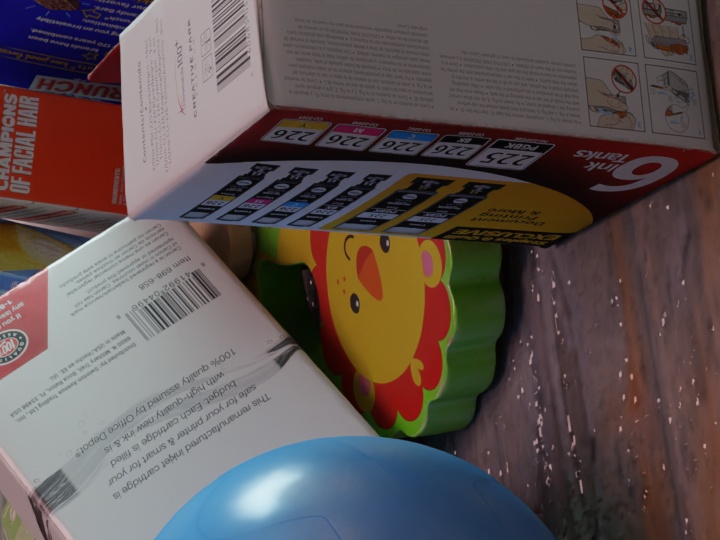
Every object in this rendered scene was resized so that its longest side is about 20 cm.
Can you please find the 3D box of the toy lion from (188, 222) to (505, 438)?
[{"bbox_3d":[0.000,0.000,1.151,0.200,0.068,0.192,-57,48,51],"label":"toy lion"}]

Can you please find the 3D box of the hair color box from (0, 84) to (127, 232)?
[{"bbox_3d":[-0.159,-0.058,1.314,0.111,0.199,0.064,-3,81,63],"label":"hair color box"}]

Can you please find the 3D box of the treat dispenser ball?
[{"bbox_3d":[-0.002,0.167,0.970,0.201,0.200,0.202,-16,72,62],"label":"treat dispenser ball"}]

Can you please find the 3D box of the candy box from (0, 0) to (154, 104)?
[{"bbox_3d":[-0.120,-0.166,1.289,0.200,0.168,0.077,-46,43,52],"label":"candy box"}]

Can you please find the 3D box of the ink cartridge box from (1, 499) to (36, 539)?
[{"bbox_3d":[-0.086,0.180,1.194,0.048,0.145,0.200,-65,33,31],"label":"ink cartridge box"}]

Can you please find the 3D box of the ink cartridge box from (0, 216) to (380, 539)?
[{"bbox_3d":[-0.092,0.083,1.151,0.200,0.144,0.084,46,161,33],"label":"ink cartridge box"}]

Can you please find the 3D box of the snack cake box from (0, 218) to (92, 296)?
[{"bbox_3d":[-0.159,0.044,1.294,0.067,0.199,0.115,-105,30,-62],"label":"snack cake box"}]

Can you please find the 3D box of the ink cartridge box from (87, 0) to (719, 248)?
[{"bbox_3d":[0.011,-0.064,0.978,0.175,0.199,0.084,-32,59,58],"label":"ink cartridge box"}]

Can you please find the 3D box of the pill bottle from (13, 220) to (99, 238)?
[{"bbox_3d":[-0.176,-0.045,1.443,0.114,0.114,0.201,-5,81,63],"label":"pill bottle"}]
